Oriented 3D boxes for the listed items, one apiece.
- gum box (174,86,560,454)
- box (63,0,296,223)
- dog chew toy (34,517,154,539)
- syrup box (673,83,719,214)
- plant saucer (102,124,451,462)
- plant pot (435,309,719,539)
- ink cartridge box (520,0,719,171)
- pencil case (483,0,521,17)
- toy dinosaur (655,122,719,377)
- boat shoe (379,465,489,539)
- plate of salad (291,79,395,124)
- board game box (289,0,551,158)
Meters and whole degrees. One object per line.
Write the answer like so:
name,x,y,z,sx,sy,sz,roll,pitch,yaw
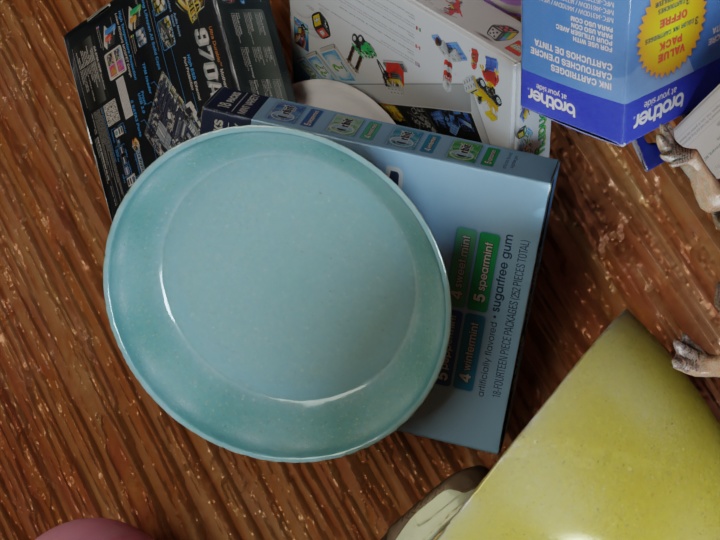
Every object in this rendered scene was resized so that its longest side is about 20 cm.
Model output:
gum box,0.000,0.000,1.214,0.199,0.045,0.171,12,114,8
box,-0.105,-0.085,1.329,0.159,0.046,0.201,-26,76,46
dog chew toy,-0.140,0.249,1.352,0.200,0.124,0.125,39,110,26
syrup box,0.247,-0.012,1.078,0.081,0.079,0.200,-44,60,27
plant saucer,-0.044,0.010,1.184,0.199,0.036,0.201,5,113,13
plant pot,0.131,0.142,1.107,0.142,0.200,0.200,39,112,9
ink cartridge box,0.152,-0.155,1.107,0.076,0.136,0.201,27,131,37
pencil case,0.127,-0.234,1.195,0.086,0.084,0.200,48,116,13
toy dinosaur,0.220,-0.010,1.001,0.135,0.086,0.201,-3,89,31
boat shoe,0.020,0.203,1.256,0.200,0.072,0.076,-46,71,27
plate of salad,-0.016,-0.017,1.311,0.200,0.048,0.201,8,101,46
board game box,0.032,-0.116,1.257,0.200,0.035,0.127,36,141,36
